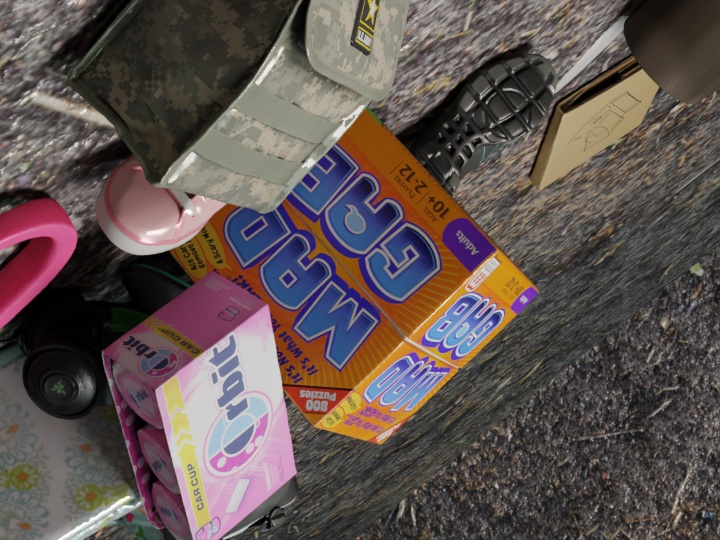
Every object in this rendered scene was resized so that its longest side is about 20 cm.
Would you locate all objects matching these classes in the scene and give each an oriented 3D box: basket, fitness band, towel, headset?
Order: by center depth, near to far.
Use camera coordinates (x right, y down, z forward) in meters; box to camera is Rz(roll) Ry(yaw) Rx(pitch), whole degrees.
[{"bbox_3d":[-0.287,0.019,1.102,0.200,0.038,0.143,-40,165,15],"label":"fitness band"},{"bbox_3d":[-0.237,0.076,1.230,0.198,0.124,0.095,1,117,-18],"label":"headset"},{"bbox_3d":[-0.274,0.151,1.262,0.199,0.172,0.048,-30,161,-23],"label":"towel"},{"bbox_3d":[0.366,-0.268,1.519,0.180,0.137,0.200,-11,154,-50],"label":"basket"}]

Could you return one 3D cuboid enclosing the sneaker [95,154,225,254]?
[{"bbox_3d":[-0.101,-0.089,1.118,0.200,0.076,0.105,-33,171,-43],"label":"sneaker"}]

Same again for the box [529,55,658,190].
[{"bbox_3d":[0.275,-0.178,1.778,0.163,0.021,0.200,-33,165,-14],"label":"box"}]

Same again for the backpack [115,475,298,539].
[{"bbox_3d":[-0.183,0.189,1.580,0.177,0.152,0.199,-26,-159,-32],"label":"backpack"}]

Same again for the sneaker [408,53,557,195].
[{"bbox_3d":[0.098,-0.134,1.470,0.200,0.076,0.079,-40,-169,-2],"label":"sneaker"}]

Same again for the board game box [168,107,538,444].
[{"bbox_3d":[0.000,0.000,1.315,0.200,0.200,0.200,-44,161,5],"label":"board game box"}]

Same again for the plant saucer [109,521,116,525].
[{"bbox_3d":[-0.265,0.250,1.818,0.200,0.039,0.201,-33,164,-11],"label":"plant saucer"}]

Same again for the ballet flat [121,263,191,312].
[{"bbox_3d":[-0.132,0.065,1.345,0.073,0.073,0.200,-41,132,17],"label":"ballet flat"}]

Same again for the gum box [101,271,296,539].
[{"bbox_3d":[-0.120,0.117,1.205,0.113,0.066,0.201,-38,139,-31],"label":"gum box"}]

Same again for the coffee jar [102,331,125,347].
[{"bbox_3d":[-0.255,0.122,1.376,0.199,0.086,0.105,-32,160,-21],"label":"coffee jar"}]

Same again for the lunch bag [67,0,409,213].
[{"bbox_3d":[-0.055,-0.144,0.989,0.200,0.118,0.164,-46,163,11],"label":"lunch bag"}]
